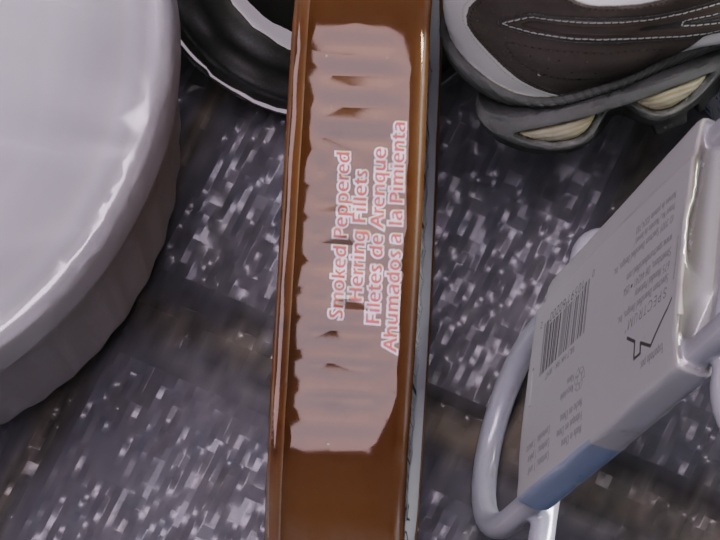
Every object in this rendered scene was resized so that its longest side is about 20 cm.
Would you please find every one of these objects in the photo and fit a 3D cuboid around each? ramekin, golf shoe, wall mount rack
[{"bbox_3d":[-0.141,-0.040,0.835,0.202,0.094,0.203,-3,71,8],"label":"ramekin"},{"bbox_3d":[0.112,-0.101,0.763,0.200,0.095,0.078,-30,62,-4],"label":"golf shoe"},{"bbox_3d":[0.089,0.046,0.733,0.074,0.200,0.174,15,63,-13],"label":"wall mount rack"}]

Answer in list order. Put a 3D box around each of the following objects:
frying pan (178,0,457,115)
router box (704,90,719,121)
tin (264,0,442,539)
[{"bbox_3d":[-0.010,-0.138,0.853,0.115,0.031,0.191,-3,92,10],"label":"frying pan"},{"bbox_3d":[0.192,-0.049,0.809,0.149,0.051,0.200,-37,68,-5],"label":"router box"},{"bbox_3d":[0.000,0.000,0.786,0.042,0.112,0.201,3,81,-1],"label":"tin"}]
